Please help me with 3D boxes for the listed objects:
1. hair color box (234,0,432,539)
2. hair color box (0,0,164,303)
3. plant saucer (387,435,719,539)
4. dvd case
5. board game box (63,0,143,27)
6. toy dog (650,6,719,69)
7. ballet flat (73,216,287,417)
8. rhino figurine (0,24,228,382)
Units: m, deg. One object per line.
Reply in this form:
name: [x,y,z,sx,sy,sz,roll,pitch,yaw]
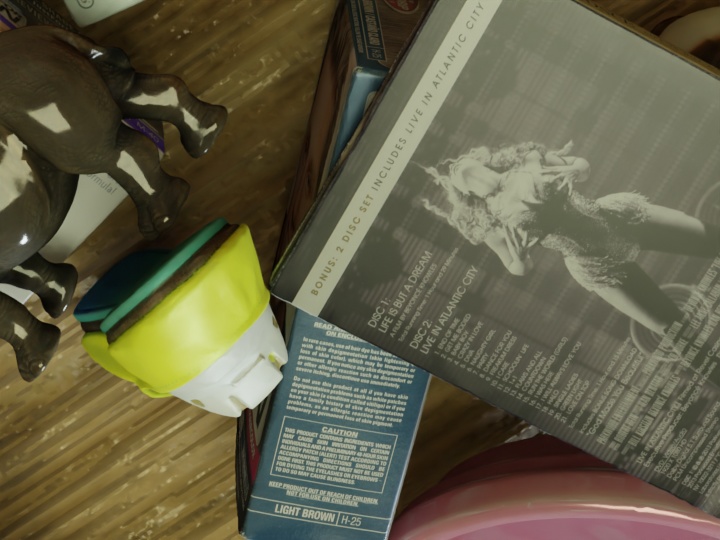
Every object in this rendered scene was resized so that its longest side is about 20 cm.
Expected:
hair color box: [0.000,0.000,0.905,0.060,0.100,0.201,11,114,-9]
hair color box: [-0.180,-0.019,0.893,0.109,0.065,0.200,39,104,-22]
plant saucer: [0.101,0.125,0.970,0.200,0.051,0.201,4,146,3]
dvd case: [0.088,-0.009,0.834,0.200,0.016,0.149,26,112,-10]
board game box: [-0.042,-0.197,0.823,0.199,0.064,0.148,-24,118,4]
toy dog: [0.189,-0.025,0.900,0.200,0.140,0.194,26,104,-18]
ballet flat: [-0.060,0.022,0.860,0.067,0.200,0.067,-43,97,-12]
rhino figurine: [-0.141,-0.005,0.837,0.087,0.060,0.200,37,108,-19]
